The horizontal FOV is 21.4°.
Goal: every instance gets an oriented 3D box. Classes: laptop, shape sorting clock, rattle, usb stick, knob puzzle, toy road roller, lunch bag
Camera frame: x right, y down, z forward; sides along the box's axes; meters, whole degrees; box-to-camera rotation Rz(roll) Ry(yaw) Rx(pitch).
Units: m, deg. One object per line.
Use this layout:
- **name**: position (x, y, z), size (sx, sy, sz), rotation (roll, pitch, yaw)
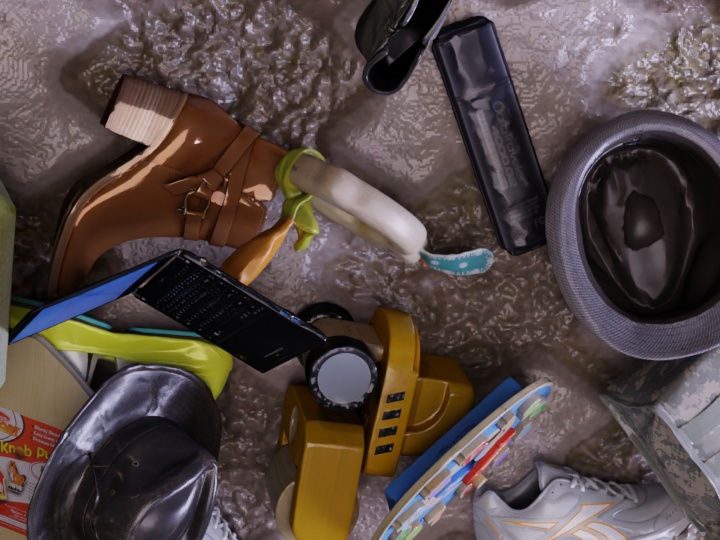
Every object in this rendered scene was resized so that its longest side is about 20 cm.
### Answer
- **laptop**: position (-0.154, 0.054, 1.454), size (0.200, 0.177, 0.104), rotation (32, 72, -11)
- **shape sorting clock**: position (0.085, 0.161, 1.558), size (0.200, 0.200, 0.039), rotation (-47, 72, 9)
- **rattle**: position (0.000, 0.000, 1.523), size (0.200, 0.130, 0.143), rotation (38, 64, -41)
- **usb stick**: position (0.111, -0.110, 1.561), size (0.055, 0.033, 0.201), rotation (-22, 107, -6)
- **knob puzzle**: position (-0.275, 0.141, 1.573), size (0.219, 0.030, 0.221), rotation (7, 110, 20)
- **toy road roller**: position (0.009, 0.130, 1.575), size (0.145, 0.123, 0.201), rotation (9, 104, -12)
- **lunch bag**: position (0.325, 0.132, 1.584), size (0.164, 0.118, 0.200), rotation (-41, 106, -14)

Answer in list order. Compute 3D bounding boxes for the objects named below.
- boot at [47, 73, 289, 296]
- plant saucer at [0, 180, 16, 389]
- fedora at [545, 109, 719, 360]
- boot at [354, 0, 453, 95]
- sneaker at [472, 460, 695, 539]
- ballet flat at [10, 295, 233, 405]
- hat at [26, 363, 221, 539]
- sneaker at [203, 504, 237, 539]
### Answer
- **boot**: position (-0.157, -0.044, 1.539), size (0.154, 0.074, 0.201), rotation (23, 105, -15)
- **plant saucer**: position (-0.303, 0.001, 1.478), size (0.048, 0.200, 0.201), rotation (1, 106, -18)
- **fedora**: position (0.236, -0.028, 1.556), size (0.176, 0.090, 0.201), rotation (-19, 88, -2)
- **boot**: position (0.062, -0.229, 1.470), size (0.068, 0.131, 0.200), rotation (26, 102, -12)
- **sneaker**: position (0.190, 0.202, 1.637), size (0.199, 0.076, 0.092), rotation (-15, 102, -2)
- **ballet flat**: position (-0.204, 0.070, 1.565), size (0.199, 0.067, 0.067), rotation (12, 83, -11)
- **hat**: position (-0.163, 0.177, 1.502), size (0.200, 0.081, 0.201), rotation (-18, 117, -40)
- **sneaker**: position (-0.136, 0.223, 1.617), size (0.199, 0.075, 0.087), rotation (25, 97, -11)
